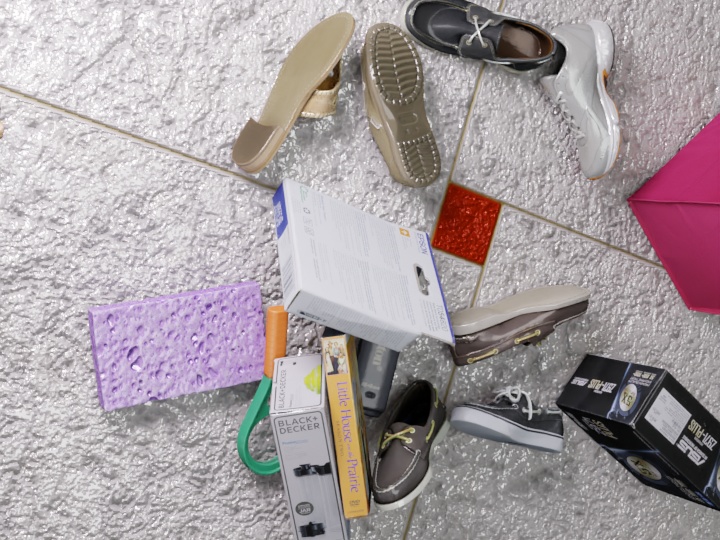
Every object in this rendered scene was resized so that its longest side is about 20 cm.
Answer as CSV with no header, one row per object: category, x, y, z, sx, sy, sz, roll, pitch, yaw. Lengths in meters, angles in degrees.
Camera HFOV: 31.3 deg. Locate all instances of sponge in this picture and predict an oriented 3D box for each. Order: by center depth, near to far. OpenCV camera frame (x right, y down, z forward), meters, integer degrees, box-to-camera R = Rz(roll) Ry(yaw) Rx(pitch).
sponge,-0.198,0.082,1.426,0.198,0.030,0.113,-10,100,-26

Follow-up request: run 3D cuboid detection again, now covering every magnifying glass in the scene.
magnifying glass,-0.100,0.138,1.461,0.079,0.022,0.202,-7,112,-34

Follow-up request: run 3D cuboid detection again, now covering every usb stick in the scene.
usb stick,0.027,0.074,1.536,0.055,0.033,0.202,15,88,-22

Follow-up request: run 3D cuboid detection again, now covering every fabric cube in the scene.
fabric cube,0.511,-0.074,1.669,0.199,0.200,0.197,-39,110,-18

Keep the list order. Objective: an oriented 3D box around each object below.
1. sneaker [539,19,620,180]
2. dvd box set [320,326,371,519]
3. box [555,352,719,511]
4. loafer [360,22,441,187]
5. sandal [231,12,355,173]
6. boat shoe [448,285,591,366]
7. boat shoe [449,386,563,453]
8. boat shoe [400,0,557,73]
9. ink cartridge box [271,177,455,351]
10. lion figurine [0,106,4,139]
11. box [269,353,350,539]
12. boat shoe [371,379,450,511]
sneaker,0.269,-0.213,1.618,0.091,0.076,0.202,-4,88,-18
dvd box set,-0.014,0.160,1.442,0.029,0.146,0.202,-7,95,3
box,0.377,0.206,1.645,0.200,0.163,0.086,42,77,-23
loafer,0.037,-0.189,1.505,0.075,0.067,0.202,-7,81,-29
sandal,-0.061,-0.190,1.463,0.212,0.077,0.070,-55,133,-6
boat shoe,0.199,0.067,1.601,0.198,0.072,0.060,-15,106,-21
boat shoe,0.187,0.178,1.590,0.198,0.073,0.069,18,76,-38
boat shoe,0.144,-0.289,1.547,0.198,0.068,0.072,13,90,-23
ink cartridge box,0.000,0.000,1.439,0.199,0.200,0.041,21,124,-24
lion figurine,-0.429,-0.078,1.290,0.121,0.072,0.202,8,76,-16
box,-0.054,0.208,1.427,0.060,0.117,0.202,-8,116,3
boat shoe,0.051,0.200,1.491,0.061,0.071,0.201,69,25,-20
